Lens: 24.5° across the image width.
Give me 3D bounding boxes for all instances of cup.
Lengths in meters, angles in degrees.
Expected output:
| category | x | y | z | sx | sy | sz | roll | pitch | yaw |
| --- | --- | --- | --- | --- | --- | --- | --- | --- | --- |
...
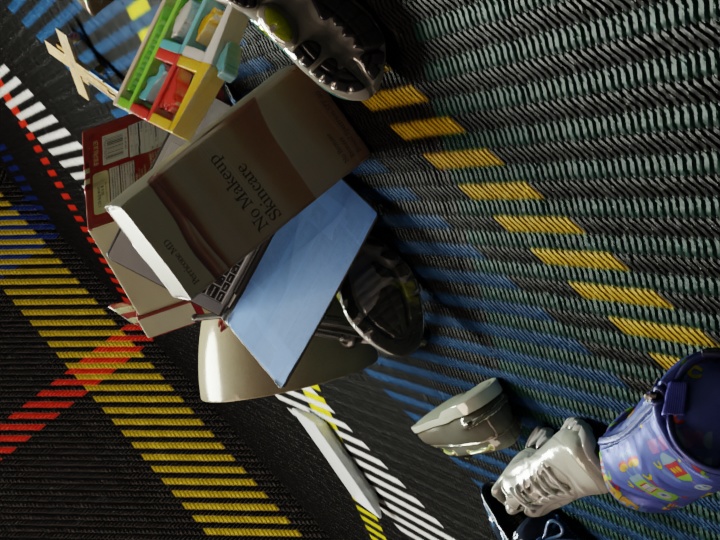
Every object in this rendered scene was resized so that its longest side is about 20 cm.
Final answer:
| category | x | y | z | sx | sy | sz | roll | pitch | yaw |
| --- | --- | --- | --- | --- | --- | --- | --- | --- | --- |
| cup | -0.093 | 0.049 | 1.810 | 0.200 | 0.199 | 0.144 | -175 | 71 | -73 |

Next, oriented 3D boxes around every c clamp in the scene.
| category | x | y | z | sx | sy | sz | roll | pitch | yaw |
| --- | --- | --- | --- | --- | --- | --- | --- | --- | --- |
| c clamp | -0.039 | 0.054 | 1.653 | 0.199 | 0.027 | 0.170 | 14 | 169 | -40 |

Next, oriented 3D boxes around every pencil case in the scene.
| category | x | y | z | sx | sy | sz | roll | pitch | yaw |
| --- | --- | --- | --- | --- | --- | --- | --- | --- | --- |
| pencil case | 0.209 | 0.108 | 1.082 | 0.086 | 0.078 | 0.200 | 21 | 164 | 2 |

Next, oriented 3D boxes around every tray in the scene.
| category | x | y | z | sx | sy | sz | roll | pitch | yaw |
| --- | --- | --- | --- | --- | --- | --- | --- | --- | --- |
| tray | -0.032 | 0.297 | 2.608 | 0.200 | 0.022 | 0.107 | 57 | 166 | -20 |

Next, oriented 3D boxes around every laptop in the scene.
| category | x | y | z | sx | sy | sz | roll | pitch | yaw |
| --- | --- | --- | --- | --- | --- | --- | --- | --- | --- |
| laptop | -0.112 | -0.032 | 1.516 | 0.199 | 0.188 | 0.116 | 28 | -166 | -7 |

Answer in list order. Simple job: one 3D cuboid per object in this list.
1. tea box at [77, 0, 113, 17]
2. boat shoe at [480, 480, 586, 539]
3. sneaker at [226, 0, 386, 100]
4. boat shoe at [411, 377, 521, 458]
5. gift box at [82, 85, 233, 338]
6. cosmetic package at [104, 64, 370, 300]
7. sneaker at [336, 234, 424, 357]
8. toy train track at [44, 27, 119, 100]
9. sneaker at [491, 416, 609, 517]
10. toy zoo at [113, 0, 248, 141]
| category | x | y | z | sx | sy | sz | roll | pitch | yaw |
| --- | --- | --- | --- | --- | --- | --- | --- | --- | --- |
| tea box | -0.228 | -0.341 | 1.262 | 0.200 | 0.133 | 0.197 | 47 | 167 | 20 |
| boat shoe | 0.174 | 0.277 | 1.668 | 0.069 | 0.084 | 0.200 | 46 | 170 | -32 |
| sneaker | -0.060 | -0.199 | 1.209 | 0.200 | 0.077 | 0.080 | 51 | 176 | 2 |
| boat shoe | 0.102 | 0.152 | 1.608 | 0.060 | 0.072 | 0.202 | 56 | 164 | 2 |
| gift box | -0.186 | -0.055 | 1.695 | 0.185 | 0.199 | 0.187 | -96 | -14 | -45 |
| cosmetic package | -0.104 | -0.076 | 1.405 | 0.104 | 0.200 | 0.087 | 52 | 168 | -12 |
| sneaker | 0.000 | 0.000 | 1.580 | 0.200 | 0.074 | 0.085 | 57 | 176 | 19 |
| toy train track | -0.333 | -0.254 | 2.132 | 0.200 | 0.032 | 0.115 | 37 | 154 | 33 |
| sneaker | 0.168 | 0.178 | 1.431 | 0.075 | 0.081 | 0.200 | 53 | 166 | 3 |
| toy zoo | -0.151 | -0.185 | 1.449 | 0.020 | 0.132 | 0.200 | 25 | -178 | -29 |
